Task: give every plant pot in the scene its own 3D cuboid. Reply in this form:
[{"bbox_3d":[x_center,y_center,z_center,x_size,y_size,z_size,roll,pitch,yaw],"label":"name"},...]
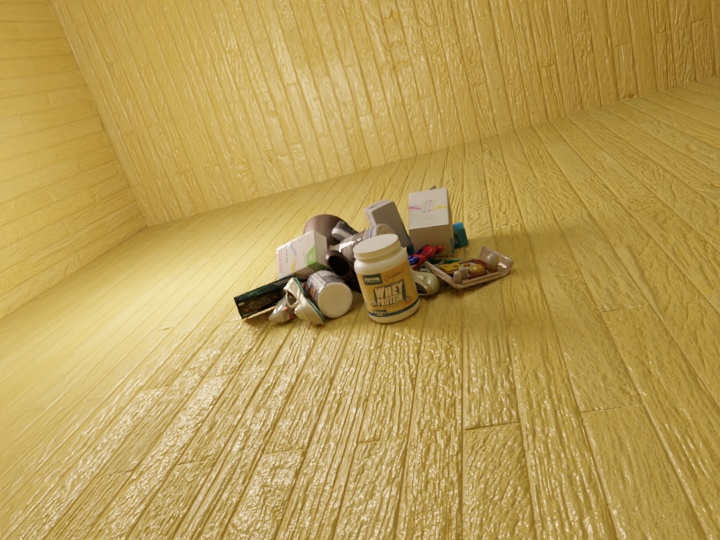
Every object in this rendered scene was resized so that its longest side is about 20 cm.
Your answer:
[{"bbox_3d":[-0.128,-0.061,1.985,0.185,0.188,0.201,-11,35,19],"label":"plant pot"}]

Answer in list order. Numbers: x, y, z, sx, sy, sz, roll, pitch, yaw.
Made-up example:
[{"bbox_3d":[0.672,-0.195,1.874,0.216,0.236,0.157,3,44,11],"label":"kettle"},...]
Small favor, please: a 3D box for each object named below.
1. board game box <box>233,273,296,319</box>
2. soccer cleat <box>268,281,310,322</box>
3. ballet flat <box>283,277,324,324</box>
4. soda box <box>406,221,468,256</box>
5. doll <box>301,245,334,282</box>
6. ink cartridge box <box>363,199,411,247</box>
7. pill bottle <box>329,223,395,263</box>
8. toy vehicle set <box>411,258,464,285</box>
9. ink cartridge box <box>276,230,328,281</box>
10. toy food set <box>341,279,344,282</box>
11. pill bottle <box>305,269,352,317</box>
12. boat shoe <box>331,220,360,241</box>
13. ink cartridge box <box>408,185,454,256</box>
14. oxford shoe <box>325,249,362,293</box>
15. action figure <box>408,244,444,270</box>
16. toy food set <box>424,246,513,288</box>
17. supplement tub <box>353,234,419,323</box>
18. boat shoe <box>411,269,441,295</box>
[{"bbox_3d":[-0.290,0.082,1.803,0.199,0.028,0.136,-21,-22,-13],"label":"board game box"},{"bbox_3d":[-0.208,0.094,1.769,0.077,0.070,0.200,-14,19,33],"label":"soccer cleat"},{"bbox_3d":[-0.168,0.100,1.660,0.069,0.070,0.200,-23,44,-16],"label":"ballet flat"},{"bbox_3d":[0.246,-0.096,1.890,0.198,0.065,0.068,-16,20,7],"label":"soda box"},{"bbox_3d":[-0.153,-0.004,1.861,0.199,0.137,0.048,-33,-15,22],"label":"doll"},{"bbox_3d":[0.083,-0.143,1.845,0.084,0.147,0.200,-24,10,-3],"label":"ink cartridge box"},{"bbox_3d":[0.007,-0.057,1.734,0.199,0.114,0.114,-20,14,39],"label":"pill bottle"},{"bbox_3d":[0.198,0.001,1.723,0.199,0.027,0.124,1,27,43],"label":"toy vehicle set"},{"bbox_3d":[-0.200,-0.031,1.828,0.199,0.118,0.067,-24,-31,28],"label":"ink cartridge box"},{"bbox_3d":[0.000,0.000,1.868,0.197,0.049,0.200,1,27,43],"label":"toy food set"},{"bbox_3d":[-0.100,0.060,1.704,0.106,0.107,0.200,-22,19,-12],"label":"pill bottle"},{"bbox_3d":[0.001,-0.103,1.945,0.067,0.199,0.070,-65,7,-21],"label":"boat shoe"},{"bbox_3d":[0.221,-0.156,1.805,0.124,0.129,0.201,-7,44,13],"label":"ink cartridge box"},{"bbox_3d":[-0.020,0.018,1.660,0.073,0.199,0.084,-58,4,7],"label":"oxford shoe"},{"bbox_3d":[0.156,-0.030,1.726,0.199,0.052,0.066,-23,23,4],"label":"action figure"},{"bbox_3d":[0.295,-0.018,1.584,0.198,0.061,0.143,-13,24,-20],"label":"toy food set"},{"bbox_3d":[0.066,0.020,1.522,0.144,0.201,0.145,-16,19,6],"label":"supplement tub"},{"bbox_3d":[0.130,0.037,1.624,0.200,0.074,0.063,11,29,41],"label":"boat shoe"}]
